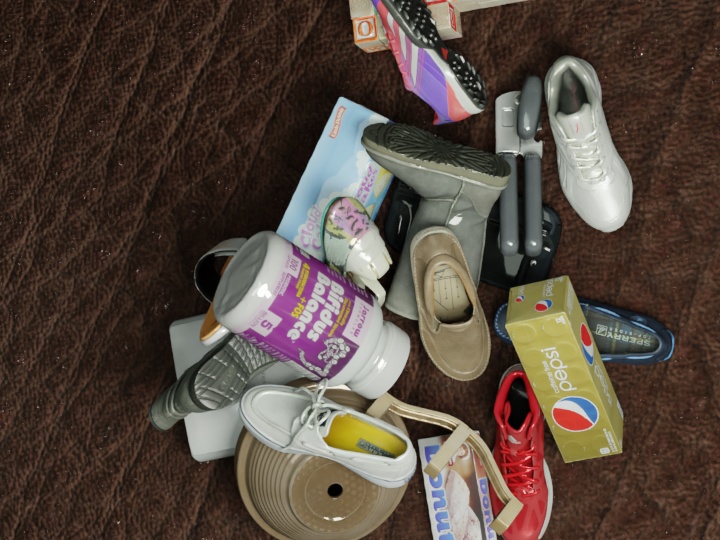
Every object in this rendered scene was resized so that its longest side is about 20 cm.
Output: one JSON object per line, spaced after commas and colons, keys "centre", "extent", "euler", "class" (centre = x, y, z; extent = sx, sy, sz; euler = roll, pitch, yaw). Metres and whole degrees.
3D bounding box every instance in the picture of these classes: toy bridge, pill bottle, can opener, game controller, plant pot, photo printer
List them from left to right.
{"centre": [-0.110, 0.120, 1.800], "extent": [0.198, 0.069, 0.168], "euler": [-12, 84, 14], "class": "photo printer"}
{"centre": [-0.047, 0.053, 1.654], "extent": [0.199, 0.112, 0.113], "euler": [32, 97, -24], "class": "pill bottle"}
{"centre": [-0.035, 0.223, 1.717], "extent": [0.198, 0.093, 0.203], "euler": [-3, 108, -10], "class": "plant pot"}
{"centre": [0.093, 0.192, 1.681], "extent": [0.199, 0.027, 0.067], "euler": [39, 58, 8], "class": "toy bridge"}
{"centre": [0.124, -0.046, 1.768], "extent": [0.198, 0.042, 0.105], "euler": [19, 106, 16], "class": "game controller"}
{"centre": [0.174, -0.114, 1.722], "extent": [0.052, 0.067, 0.202], "euler": [0, 70, 5], "class": "can opener"}

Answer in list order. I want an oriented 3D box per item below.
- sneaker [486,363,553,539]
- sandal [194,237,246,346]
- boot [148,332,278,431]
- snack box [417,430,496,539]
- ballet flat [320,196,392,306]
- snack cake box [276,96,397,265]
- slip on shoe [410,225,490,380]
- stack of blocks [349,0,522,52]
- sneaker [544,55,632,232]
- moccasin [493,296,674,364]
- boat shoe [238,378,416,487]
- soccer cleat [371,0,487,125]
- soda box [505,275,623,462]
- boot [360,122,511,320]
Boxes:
{"centre": [0.164, 0.202, 1.698], "extent": [0.077, 0.115, 0.203], "euler": [-4, 86, 15], "class": "sneaker"}
{"centre": [-0.151, 0.006, 1.751], "extent": [0.079, 0.207, 0.059], "euler": [-35, 109, 22], "class": "sandal"}
{"centre": [-0.144, 0.096, 1.727], "extent": [0.068, 0.200, 0.130], "euler": [56, 145, -7], "class": "boot"}
{"centre": [0.113, 0.282, 1.744], "extent": [0.071, 0.024, 0.203], "euler": [-13, 84, 35], "class": "snack box"}
{"centre": [0.000, 0.000, 1.709], "extent": [0.069, 0.201, 0.071], "euler": [-38, 60, -25], "class": "ballet flat"}
{"centre": [-0.023, -0.083, 1.764], "extent": [0.067, 0.115, 0.202], "euler": [26, 94, 15], "class": "snack cake box"}
{"centre": [0.100, 0.048, 1.697], "extent": [0.075, 0.061, 0.202], "euler": [-15, 124, -4], "class": "slip on shoe"}
{"centre": [0.088, -0.322, 1.776], "extent": [0.198, 0.059, 0.117], "euler": [-8, 85, 14], "class": "stack of blocks"}
{"centre": [0.238, -0.139, 1.704], "extent": [0.077, 0.099, 0.202], "euler": [-20, 82, 13], "class": "sneaker"}
{"centre": [0.240, 0.058, 1.709], "extent": [0.198, 0.068, 0.082], "euler": [3, 88, 15], "class": "moccasin"}
{"centre": [-0.036, 0.159, 1.626], "extent": [0.200, 0.086, 0.075], "euler": [23, 62, 14], "class": "boat shoe"}
{"centre": [0.060, -0.239, 1.730], "extent": [0.073, 0.069, 0.200], "euler": [-24, 125, 30], "class": "soccer cleat"}
{"centre": [0.216, 0.106, 1.656], "extent": [0.067, 0.064, 0.201], "euler": [-13, 123, 21], "class": "soda box"}
{"centre": [0.062, -0.047, 1.716], "extent": [0.180, 0.073, 0.201], "euler": [20, 125, 0], "class": "boot"}
